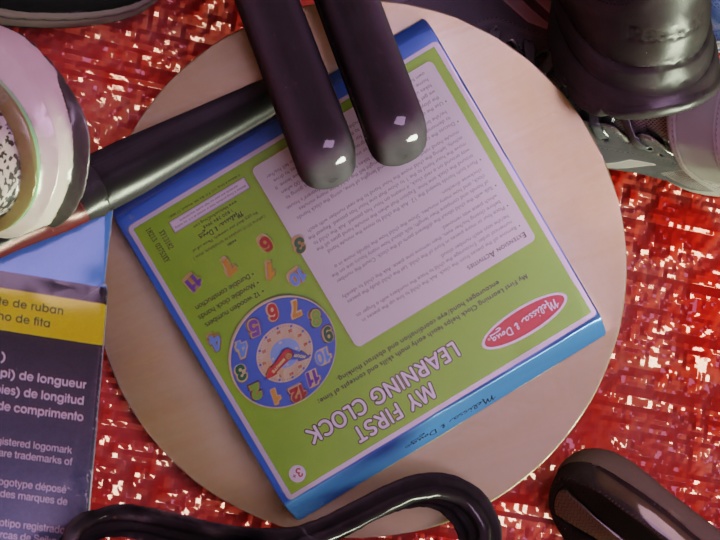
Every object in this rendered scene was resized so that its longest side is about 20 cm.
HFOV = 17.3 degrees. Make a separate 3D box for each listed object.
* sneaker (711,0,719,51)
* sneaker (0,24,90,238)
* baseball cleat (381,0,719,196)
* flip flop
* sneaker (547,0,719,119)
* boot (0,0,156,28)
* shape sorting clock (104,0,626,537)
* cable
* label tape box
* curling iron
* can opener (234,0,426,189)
[{"bbox_3d":[0.202,-0.134,0.973,0.199,0.089,0.079,-19,93,-23],"label":"sneaker"},{"bbox_3d":[-0.184,-0.072,0.758,0.200,0.077,0.089,32,31,17],"label":"sneaker"},{"bbox_3d":[0.092,-0.073,0.913,0.199,0.106,0.070,9,92,-19],"label":"baseball cleat"},{"bbox_3d":[0.160,0.132,0.944,0.200,0.081,0.058,41,57,-8],"label":"flip flop"},{"bbox_3d":[0.082,-0.149,0.886,0.076,0.091,0.200,-18,49,-15],"label":"sneaker"},{"bbox_3d":[-0.139,-0.156,0.799,0.203,0.154,0.074,17,65,-18],"label":"boot"},{"bbox_3d":[0.000,0.000,0.884,0.199,0.039,0.201,0,91,0],"label":"shape sorting clock"},{"bbox_3d":[-0.039,0.109,0.822,0.200,0.050,0.097,-27,83,-43],"label":"cable"},{"bbox_3d":[-0.167,0.058,0.816,0.144,0.063,0.201,10,73,-21],"label":"label tape box"},{"bbox_3d":[-0.099,-0.015,0.815,0.200,0.026,0.050,-38,112,-30],"label":"curling iron"},{"bbox_3d":[-0.028,-0.117,0.860,0.053,0.067,0.201,-18,69,-5],"label":"can opener"}]
